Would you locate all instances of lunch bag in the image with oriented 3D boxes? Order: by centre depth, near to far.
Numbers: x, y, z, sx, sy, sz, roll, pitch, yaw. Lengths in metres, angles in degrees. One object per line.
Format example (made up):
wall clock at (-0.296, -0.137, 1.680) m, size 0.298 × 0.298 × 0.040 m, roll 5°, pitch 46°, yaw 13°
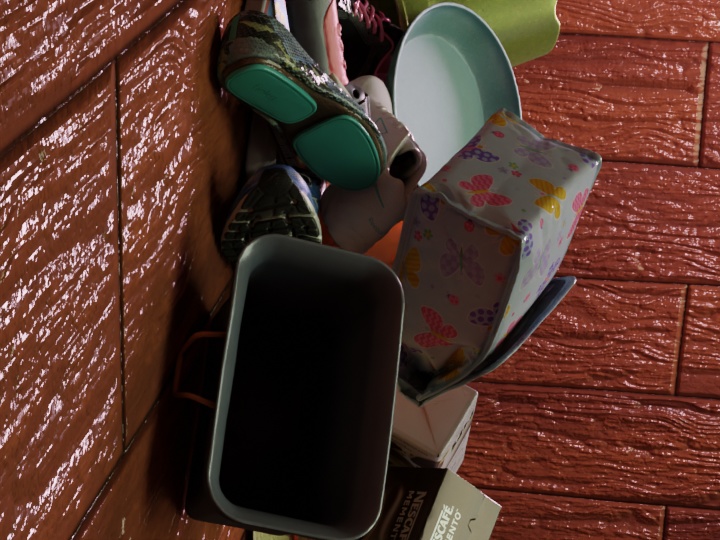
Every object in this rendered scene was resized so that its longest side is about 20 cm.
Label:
lunch bag at (0.103, -0.002, 1.442) m, size 0.170 × 0.127 × 0.201 m, roll -43°, pitch 157°, yaw -50°

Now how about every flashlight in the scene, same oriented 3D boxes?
flashlight at (-0.025, -0.193, 1.379) m, size 0.068 × 0.067 × 0.201 m, roll -52°, pitch 137°, yaw -58°

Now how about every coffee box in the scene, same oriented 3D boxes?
coffee box at (0.025, 0.250, 1.659) m, size 0.080 × 0.200 × 0.113 m, roll 37°, pitch 65°, yaw -29°
coffee box at (0.042, 0.158, 1.726) m, size 0.080 × 0.113 × 0.200 m, roll -57°, pitch 167°, yaw -21°

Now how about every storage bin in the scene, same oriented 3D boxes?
storage bin at (-0.067, 0.094, 1.231) m, size 0.134 × 0.145 × 0.201 m, roll 142°, pitch -42°, yaw -62°

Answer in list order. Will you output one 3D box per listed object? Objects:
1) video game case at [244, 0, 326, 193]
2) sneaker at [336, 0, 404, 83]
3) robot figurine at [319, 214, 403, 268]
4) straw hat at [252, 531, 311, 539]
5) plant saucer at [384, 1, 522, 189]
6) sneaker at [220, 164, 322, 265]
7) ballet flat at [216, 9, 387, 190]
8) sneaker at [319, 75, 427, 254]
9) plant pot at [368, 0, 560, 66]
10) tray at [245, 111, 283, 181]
video game case at (-0.053, -0.164, 1.430) m, size 0.200 × 0.017 × 0.144 m, roll 67°, pitch 28°, yaw -52°
sneaker at (-0.008, -0.224, 1.590) m, size 0.200 × 0.095 × 0.079 m, roll 80°, pitch 9°, yaw -63°
robot figurine at (0.000, -0.002, 1.567) m, size 0.144 × 0.117 × 0.200 m, roll -48°, pitch -155°, yaw -3°
straw hat at (-0.040, 0.209, 1.611) m, size 0.201 × 0.085 × 0.202 m, roll 3°, pitch 90°, yaw -83°
plant saucer at (0.079, -0.144, 1.615) m, size 0.199 × 0.036 × 0.201 m, roll 7°, pitch 81°, yaw -50°
sneaker at (-0.068, -0.045, 1.360) m, size 0.200 × 0.078 × 0.090 m, roll 99°, pitch -10°, yaw -73°
ballet flat at (-0.040, -0.132, 1.323) m, size 0.200 × 0.074 × 0.075 m, roll 43°, pitch 47°, yaw -53°
sneaker at (0.019, -0.096, 1.460) m, size 0.070 × 0.080 × 0.201 m, roll 44°, pitch 32°, yaw -33°
plant pot at (0.091, -0.260, 1.740) m, size 0.200 × 0.183 × 0.202 m, roll 167°, pitch -90°, yaw -73°
tray at (-0.067, -0.142, 1.476) m, size 0.108 × 0.022 × 0.201 m, roll 83°, pitch 13°, yaw -62°
